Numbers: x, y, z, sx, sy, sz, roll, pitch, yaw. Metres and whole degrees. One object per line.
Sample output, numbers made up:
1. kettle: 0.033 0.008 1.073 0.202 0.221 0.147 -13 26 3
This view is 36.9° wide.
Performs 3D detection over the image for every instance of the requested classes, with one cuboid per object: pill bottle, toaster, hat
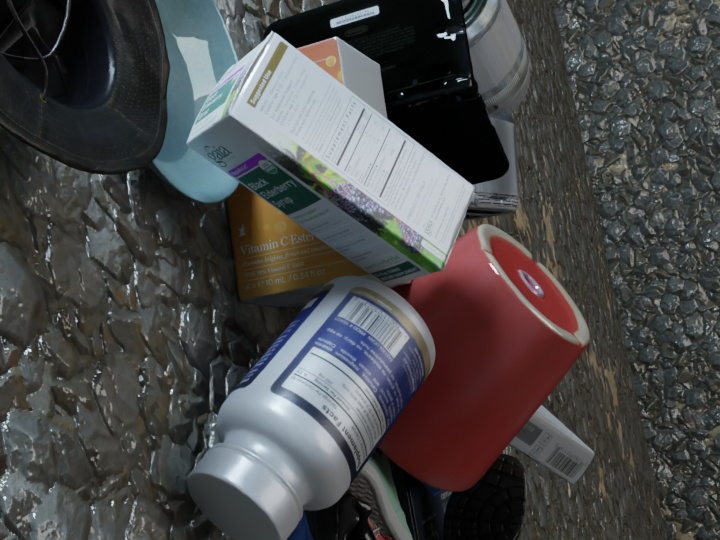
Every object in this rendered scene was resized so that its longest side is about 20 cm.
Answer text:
1. pill bottle: -0.037 0.106 0.806 0.200 0.111 0.111 -50 129 -35
2. toaster: 0.134 -0.136 1.398 0.199 0.113 0.130 -1 84 -52
3. hat: -0.198 -0.133 0.623 0.201 0.081 0.201 44 36 -44

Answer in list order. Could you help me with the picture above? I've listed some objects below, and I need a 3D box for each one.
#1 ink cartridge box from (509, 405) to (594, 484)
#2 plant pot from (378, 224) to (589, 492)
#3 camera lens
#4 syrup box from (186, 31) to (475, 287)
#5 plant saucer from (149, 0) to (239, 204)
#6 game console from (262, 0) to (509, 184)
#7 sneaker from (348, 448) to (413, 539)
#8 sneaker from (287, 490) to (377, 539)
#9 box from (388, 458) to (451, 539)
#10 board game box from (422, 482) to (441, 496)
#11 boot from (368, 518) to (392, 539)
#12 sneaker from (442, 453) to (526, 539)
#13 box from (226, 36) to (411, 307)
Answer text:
1. ink cartridge box: 0.147 0.140 1.193 0.160 0.047 0.200 34 4 -38
2. plant pot: 0.095 0.068 0.975 0.200 0.177 0.201 39 21 -18
3. camera lens: 0.131 -0.304 1.442 0.200 0.159 0.161 48 36 -52
4. syrup box: -0.020 -0.077 0.802 0.200 0.079 0.082 34 63 -21
5. plant saucer: -0.148 -0.145 0.812 0.201 0.038 0.202 -13 90 -69
6. game console: 0.024 -0.165 1.038 0.116 0.199 0.177 20 60 -67
7. sneaker: 0.017 0.221 0.996 0.118 0.073 0.201 -84 161 -61
8. sneaker: -0.021 0.266 0.817 0.077 0.111 0.201 12 68 -67
9. box: 0.069 0.256 1.139 0.200 0.051 0.159 0 80 -68
10. board game box: 0.071 0.141 1.122 0.152 0.045 0.200 50 18 13
11. boot: 0.042 0.239 0.905 0.072 0.199 0.145 -173 -114 -74
12. sneaker: 0.120 0.280 1.077 0.088 0.075 0.201 24 81 -71
13. box: -0.041 -0.079 0.928 0.097 0.124 0.201 11 68 -67
